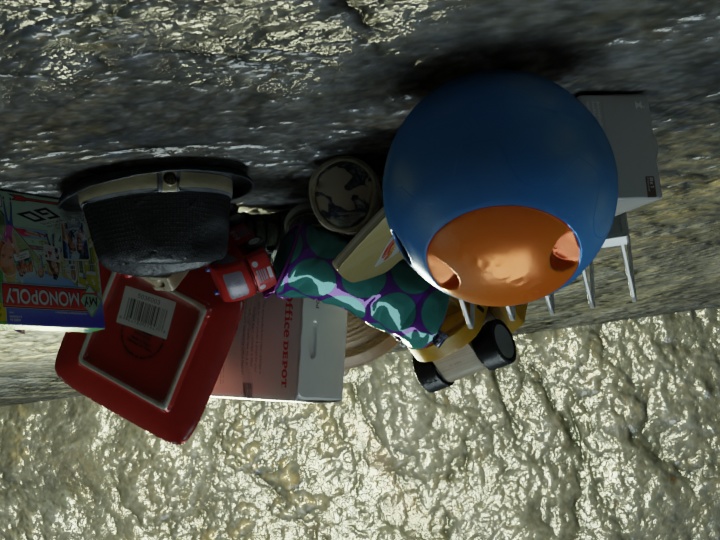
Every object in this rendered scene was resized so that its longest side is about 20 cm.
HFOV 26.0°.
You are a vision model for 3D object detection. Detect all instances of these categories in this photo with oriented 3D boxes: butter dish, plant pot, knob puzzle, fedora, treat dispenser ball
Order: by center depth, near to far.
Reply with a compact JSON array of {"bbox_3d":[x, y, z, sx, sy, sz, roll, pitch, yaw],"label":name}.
[{"bbox_3d":[0.118,-0.070,1.329,0.200,0.202,0.201,-7,172,-1],"label":"treat dispenser ball"},{"bbox_3d":[0.044,-0.058,1.563,0.219,0.030,0.220,-38,166,-11],"label":"knob puzzle"},{"bbox_3d":[-0.202,-0.045,1.571,0.199,0.092,0.201,-7,172,-1],"label":"fedora"},{"bbox_3d":[-0.222,0.073,1.818,0.199,0.200,0.148,26,-171,20],"label":"butter dish"},{"bbox_3d":[-0.030,0.022,1.999,0.200,0.202,0.093,-9,137,12],"label":"plant pot"}]

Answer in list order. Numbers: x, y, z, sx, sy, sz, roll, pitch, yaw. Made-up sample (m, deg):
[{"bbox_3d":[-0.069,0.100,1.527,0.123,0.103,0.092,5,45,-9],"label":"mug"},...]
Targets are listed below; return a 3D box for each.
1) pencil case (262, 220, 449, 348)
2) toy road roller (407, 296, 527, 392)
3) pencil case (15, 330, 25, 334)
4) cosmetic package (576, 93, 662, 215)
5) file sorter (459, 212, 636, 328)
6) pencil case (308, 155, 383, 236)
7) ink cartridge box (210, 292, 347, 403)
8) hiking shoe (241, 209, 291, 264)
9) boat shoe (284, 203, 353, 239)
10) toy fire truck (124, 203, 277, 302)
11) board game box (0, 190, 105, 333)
[{"bbox_3d":[0.001,0.019,1.690,0.199,0.093,0.085,23,-165,-16],"label":"pencil case"},{"bbox_3d":[0.115,0.036,1.893,0.122,0.146,0.200,-22,-153,29],"label":"toy road roller"},{"bbox_3d":[-0.338,0.018,1.910,0.199,0.089,0.088,-11,171,10],"label":"pencil case"},{"bbox_3d":[0.204,-0.098,1.539,0.090,0.107,0.200,-3,169,-23],"label":"cosmetic package"},{"bbox_3d":[0.201,-0.030,1.723,0.199,0.139,0.125,-10,135,13],"label":"file sorter"},{"bbox_3d":[0.012,-0.068,1.655,0.089,0.078,0.200,1,174,18],"label":"pencil case"},{"bbox_3d":[-0.112,0.083,1.868,0.199,0.147,0.083,0,175,43],"label":"ink cartridge box"},{"bbox_3d":[-0.125,-0.032,1.788,0.199,0.076,0.101,-8,175,7],"label":"hiking shoe"},{"bbox_3d":[-0.002,0.002,1.763,0.201,0.072,0.060,36,-163,-21],"label":"boat shoe"},{"bbox_3d":[-0.183,-0.015,1.676,0.140,0.049,0.200,-26,-147,-10],"label":"toy fire truck"},{"bbox_3d":[-0.336,-0.008,1.565,0.029,0.135,0.200,-12,171,29],"label":"board game box"}]
